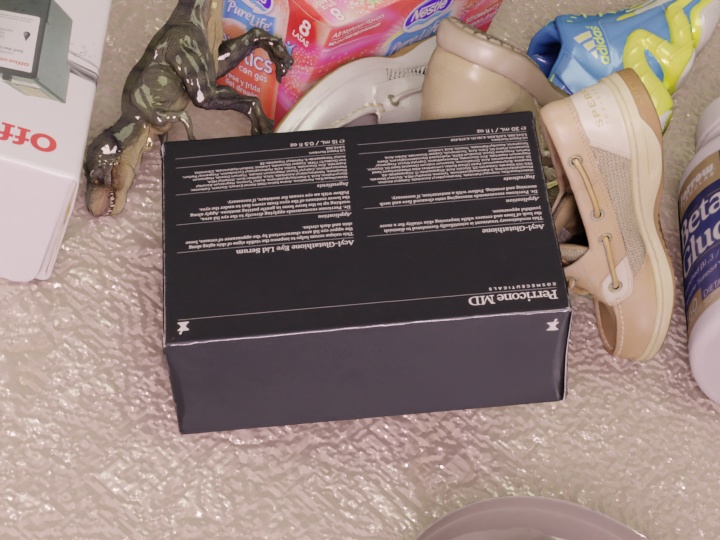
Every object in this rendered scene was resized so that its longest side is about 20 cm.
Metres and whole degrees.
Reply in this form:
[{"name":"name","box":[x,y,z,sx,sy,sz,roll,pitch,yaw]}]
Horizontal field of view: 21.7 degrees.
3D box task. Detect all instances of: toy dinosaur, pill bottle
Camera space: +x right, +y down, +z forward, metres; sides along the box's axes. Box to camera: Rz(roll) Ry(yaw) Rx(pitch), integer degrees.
[{"name":"toy dinosaur","box":[-0.084,-0.113,1.037,0.088,0.047,0.201,25,72,-14]},{"name":"pill bottle","box":[0.248,-0.018,1.133,0.110,0.111,0.201,17,44,-12]}]

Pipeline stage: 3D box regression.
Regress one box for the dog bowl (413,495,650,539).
[{"name":"dog bowl","box":[0.091,0.205,0.884,0.199,0.059,0.201,14,45,-14]}]

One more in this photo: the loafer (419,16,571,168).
[{"name":"loafer","box":[0.081,-0.088,1.086,0.076,0.069,0.200,34,4,28]}]

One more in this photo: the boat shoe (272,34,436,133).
[{"name":"boat shoe","box":[0.019,-0.084,1.105,0.069,0.071,0.200,43,44,15]}]

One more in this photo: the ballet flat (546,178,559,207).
[{"name":"ballet flat","box":[0.064,-0.006,1.063,0.046,0.067,0.200,45,51,5]}]

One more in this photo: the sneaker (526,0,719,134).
[{"name":"sneaker","box":[0.174,-0.156,1.250,0.105,0.076,0.200,29,44,1]}]

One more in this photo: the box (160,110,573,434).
[{"name":"box","box":[0.000,0.000,0.966,0.198,0.079,0.142,-5,46,-1]}]

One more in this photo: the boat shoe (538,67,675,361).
[{"name":"boat shoe","box":[0.131,-0.022,1.036,0.065,0.201,0.072,-18,47,-7]}]

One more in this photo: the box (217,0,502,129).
[{"name":"box","box":[0.001,-0.172,1.156,0.095,0.103,0.200,45,45,17]}]

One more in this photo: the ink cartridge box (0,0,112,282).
[{"name":"ink cartridge box","box":[-0.213,-0.107,0.997,0.145,0.084,0.201,14,46,-14]}]
